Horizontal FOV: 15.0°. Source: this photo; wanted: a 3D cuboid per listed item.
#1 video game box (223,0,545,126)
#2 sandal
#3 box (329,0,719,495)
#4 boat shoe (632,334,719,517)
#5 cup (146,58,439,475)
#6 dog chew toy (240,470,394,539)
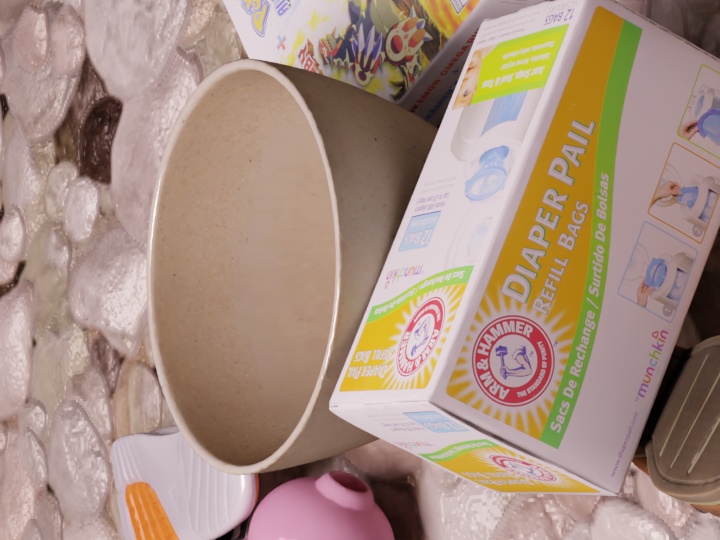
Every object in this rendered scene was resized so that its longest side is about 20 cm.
[{"bbox_3d":[0.000,-0.166,1.436,0.182,0.047,0.200,-52,53,41],"label":"video game box"},{"bbox_3d":[-0.083,0.122,1.524,0.207,0.059,0.079,-19,81,64],"label":"sandal"},{"bbox_3d":[0.083,-0.008,1.214,0.112,0.101,0.200,-7,58,66],"label":"box"},{"bbox_3d":[0.160,0.071,1.171,0.072,0.068,0.200,-59,11,1],"label":"boat shoe"},{"bbox_3d":[0.000,0.000,1.348,0.200,0.143,0.201,-5,84,59],"label":"cup"},{"bbox_3d":[-0.045,0.197,1.441,0.125,0.124,0.200,39,112,44],"label":"dog chew toy"}]
